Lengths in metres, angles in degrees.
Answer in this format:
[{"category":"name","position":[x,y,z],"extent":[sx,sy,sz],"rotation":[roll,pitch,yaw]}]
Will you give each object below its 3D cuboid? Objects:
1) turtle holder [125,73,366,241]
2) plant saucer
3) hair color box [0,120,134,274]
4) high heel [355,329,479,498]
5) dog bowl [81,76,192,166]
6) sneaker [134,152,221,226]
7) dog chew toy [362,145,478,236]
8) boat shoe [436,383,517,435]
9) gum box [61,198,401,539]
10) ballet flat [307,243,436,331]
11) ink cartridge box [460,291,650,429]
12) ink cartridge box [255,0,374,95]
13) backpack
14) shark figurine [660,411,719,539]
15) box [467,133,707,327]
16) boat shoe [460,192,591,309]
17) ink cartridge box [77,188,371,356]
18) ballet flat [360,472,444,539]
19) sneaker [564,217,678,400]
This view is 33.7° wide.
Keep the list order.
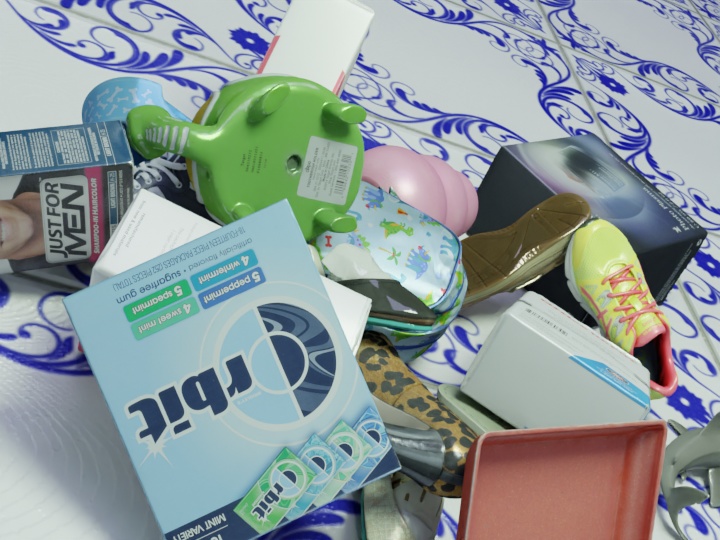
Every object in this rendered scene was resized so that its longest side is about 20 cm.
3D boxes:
[{"category":"turtle holder","position":[-0.093,-0.090,0.991],"extent":[0.184,0.143,0.131],"rotation":[-24,26,-26]},{"category":"plant saucer","position":[0.138,0.209,0.881],"extent":[0.197,0.204,0.036],"rotation":[2,9,-36]},{"category":"hair color box","position":[-0.279,-0.052,0.933],"extent":[0.197,0.101,0.061],"rotation":[-8,44,-17]},{"category":"high heel","position":[0.048,0.113,0.946],"extent":[0.140,0.072,0.200],"rotation":[19,19,-1]},{"category":"dog bowl","position":[-0.176,-0.112,1.149],"extent":[0.197,0.112,0.050],"rotation":[19,46,-16]},{"category":"sneaker","position":[-0.194,-0.075,1.055],"extent":[0.197,0.110,0.070],"rotation":[-3,22,-35]},{"category":"dog chew toy","position":[0.057,-0.068,1.258],"extent":[0.124,0.125,0.199],"rotation":[44,26,25]},{"category":"boat shoe","position":[0.137,0.175,1.019],"extent":[0.200,0.061,0.072],"rotation":[36,22,14]},{"category":"gum box","position":[-0.088,0.078,0.821],"extent":[0.045,0.168,0.203],"rotation":[164,-98,-84]},{"category":"ballet flat","position":[-0.031,0.013,0.978],"extent":[0.197,0.070,0.068],"rotation":[1,-4,24]},{"category":"ink cartridge box","position":[0.184,0.098,1.086],"extent":[0.145,0.087,0.200],"rotation":[34,10,10]},{"category":"ink cartridge box","position":[-0.060,-0.197,1.239],"extent":[0.082,0.148,0.200],"rotation":[26,-6,-4]},{"category":"backpack","position":[0.000,0.000,1.100],"extent":[0.199,0.154,0.164],"rotation":[37,46,-12]},{"category":"shark figurine","position":[0.338,0.174,1.157],"extent":[0.213,0.090,0.128],"rotation":[-8,45,-47]},{"category":"box","position":[0.260,-0.049,1.379],"extent":[0.197,0.124,0.200],"rotation":[-14,50,-46]},{"category":"boat shoe","position":[0.154,-0.005,1.231],"extent":[0.198,0.065,0.072],"rotation":[-27,50,-4]},{"category":"ink cartridge box","position":[-0.107,0.043,0.923],"extent":[0.198,0.146,0.086],"rotation":[27,57,-4]},{"category":"ballet flat","position":[0.035,0.168,0.937],"extent":[0.067,0.062,0.201],"rotation":[44,23,-29]},{"category":"sneaker","position":[0.273,0.040,1.196],"extent":[0.077,0.202,0.090],"rotation":[-26,10,-13]}]
